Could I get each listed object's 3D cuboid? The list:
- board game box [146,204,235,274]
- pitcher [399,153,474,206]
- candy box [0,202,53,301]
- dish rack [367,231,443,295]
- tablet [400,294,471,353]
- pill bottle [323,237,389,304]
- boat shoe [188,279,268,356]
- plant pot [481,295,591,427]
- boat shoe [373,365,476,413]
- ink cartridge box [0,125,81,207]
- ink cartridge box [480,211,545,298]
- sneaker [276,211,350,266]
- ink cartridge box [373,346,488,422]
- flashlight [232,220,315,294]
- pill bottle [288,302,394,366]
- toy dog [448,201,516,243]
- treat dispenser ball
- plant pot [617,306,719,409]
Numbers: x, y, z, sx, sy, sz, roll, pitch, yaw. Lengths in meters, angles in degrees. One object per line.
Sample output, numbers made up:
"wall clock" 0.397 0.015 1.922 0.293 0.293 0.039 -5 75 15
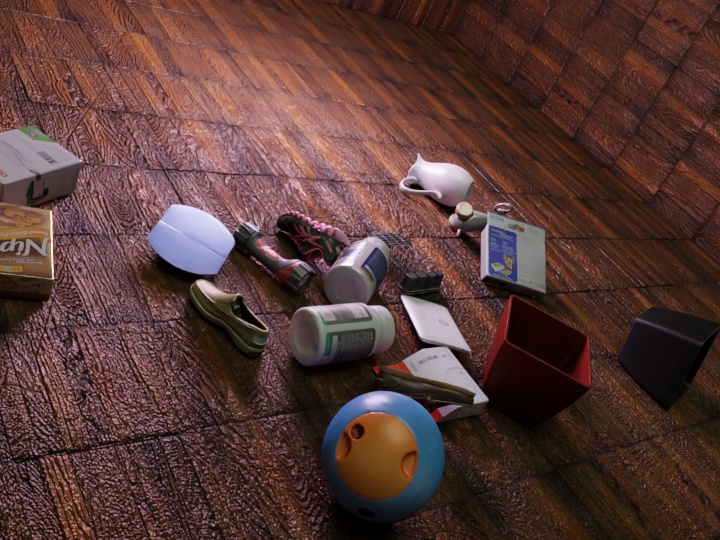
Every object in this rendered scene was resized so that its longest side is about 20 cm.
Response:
"board game box" -0.355 -0.052 1.572 0.157 0.039 0.201 29 36 -8
"pitcher" 0.230 -0.258 2.280 0.198 0.122 0.172 25 50 15
"candy box" -0.606 -0.036 1.327 0.114 0.056 0.201 8 36 -30
"dish rack" 0.105 -0.025 1.878 0.152 0.055 0.200 -4 41 -47
"tablet" 0.170 0.120 1.724 0.128 0.014 0.201 17 23 -19
"pill bottle" 0.000 0.000 1.702 0.110 0.112 0.200 30 31 5
"boat shoe" -0.245 0.072 1.435 0.199 0.077 0.071 38 32 17
"plant pot" 0.361 0.210 1.616 0.198 0.178 0.200 28 30 1
"boat shoe" 0.122 0.241 1.460 0.197 0.071 0.070 13 -11 5
"ink cartridge box" -0.678 -0.198 1.479 0.145 0.085 0.200 35 32 12
"ink cartridge box" 0.424 -0.044 2.087 0.195 0.047 0.203 16 61 -18
"sneaker" -0.124 -0.069 1.745 0.198 0.096 0.079 22 -13 28
"ink cartridge box" 0.144 0.232 1.538 0.198 0.048 0.161 1 40 -40
"flashlight" -0.189 -0.033 1.643 0.199 0.068 0.067 40 34 18
"pill bottle" -0.033 0.123 1.492 0.198 0.114 0.113 -2 41 -40
"toy dog" 0.344 -0.123 2.158 0.197 0.132 0.098 3 62 17
"treat dispenser ball" 0.036 0.296 1.206 0.198 0.202 0.202 20 32 -13
"plant pot" 0.794 0.205 1.967 0.176 0.202 0.198 32 29 29
